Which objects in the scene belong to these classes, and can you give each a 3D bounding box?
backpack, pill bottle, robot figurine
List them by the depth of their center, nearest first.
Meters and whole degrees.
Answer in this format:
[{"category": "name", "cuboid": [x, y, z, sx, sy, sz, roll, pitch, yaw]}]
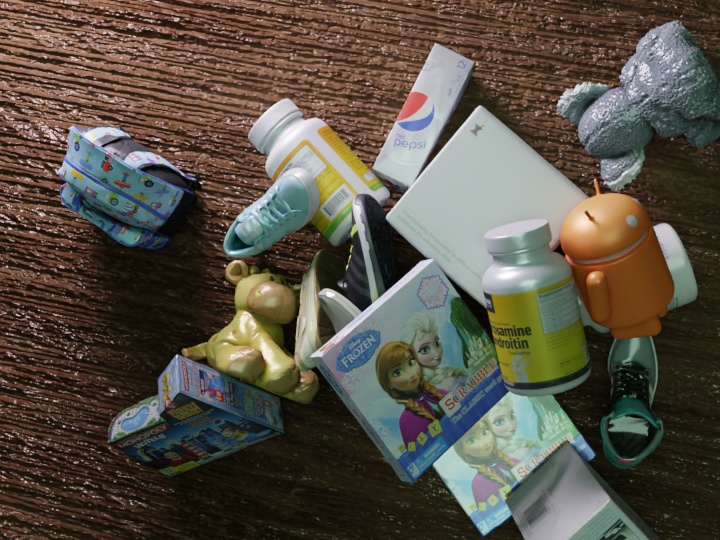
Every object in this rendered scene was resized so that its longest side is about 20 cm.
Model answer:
[{"category": "pill bottle", "cuboid": [0.212, 0.044, 1.331, 0.111, 0.112, 0.201, -13, 101, 6]}, {"category": "robot figurine", "cuboid": [0.319, -0.009, 1.345, 0.143, 0.117, 0.201, -32, 113, -12]}, {"category": "pill bottle", "cuboid": [0.344, 0.021, 1.478, 0.199, 0.114, 0.115, -20, 87, 6]}, {"category": "backpack", "cuboid": [-0.337, -0.120, 1.515, 0.182, 0.200, 0.135, 32, 93, 5]}, {"category": "pill bottle", "cuboid": [-0.063, -0.142, 1.529, 0.111, 0.111, 0.200, -43, 85, 4]}]

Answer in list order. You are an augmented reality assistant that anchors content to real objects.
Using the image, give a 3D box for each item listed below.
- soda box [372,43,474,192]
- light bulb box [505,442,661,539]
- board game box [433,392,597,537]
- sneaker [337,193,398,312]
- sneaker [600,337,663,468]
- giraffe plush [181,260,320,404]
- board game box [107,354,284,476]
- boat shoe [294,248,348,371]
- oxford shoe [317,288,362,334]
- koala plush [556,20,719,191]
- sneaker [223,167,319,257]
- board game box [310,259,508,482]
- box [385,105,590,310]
[{"category": "soda box", "cuboid": [0.089, -0.211, 1.524, 0.063, 0.068, 0.201, 27, 87, 6]}, {"category": "light bulb box", "cuboid": [0.316, 0.364, 1.413, 0.125, 0.198, 0.200, -43, 101, 5]}, {"category": "board game box", "cuboid": [0.194, 0.235, 1.527, 0.200, 0.041, 0.200, -37, 85, 5]}, {"category": "sneaker", "cuboid": [0.000, 0.000, 1.450, 0.082, 0.072, 0.202, -9, 93, 26]}, {"category": "sneaker", "cuboid": [0.367, 0.174, 1.469, 0.083, 0.121, 0.202, 4, 89, 7]}, {"category": "giraffe plush", "cuboid": [-0.138, 0.079, 1.531, 0.199, 0.172, 0.163, 13, 79, 41]}, {"category": "board game box", "cuboid": [-0.240, 0.198, 1.498, 0.199, 0.200, 0.062, -22, 53, 15]}, {"category": "boat shoe", "cuboid": [-0.058, 0.052, 1.505, 0.063, 0.201, 0.073, -35, 126, 30]}, {"category": "oxford shoe", "cuboid": [0.002, 0.111, 1.416, 0.058, 0.075, 0.201, -35, 90, -16]}, {"category": "koala plush", "cuboid": [0.378, -0.221, 1.461, 0.199, 0.184, 0.178, -31, 85, 17]}, {"category": "sneaker", "cuboid": [-0.126, -0.067, 1.494, 0.074, 0.200, 0.082, 48, 50, 1]}, {"category": "board game box", "cuboid": [0.072, 0.125, 1.371, 0.200, 0.041, 0.200, -40, 99, -20]}, {"category": "box", "cuboid": [0.172, -0.078, 1.469, 0.199, 0.171, 0.200, 41, 93, 4]}]
